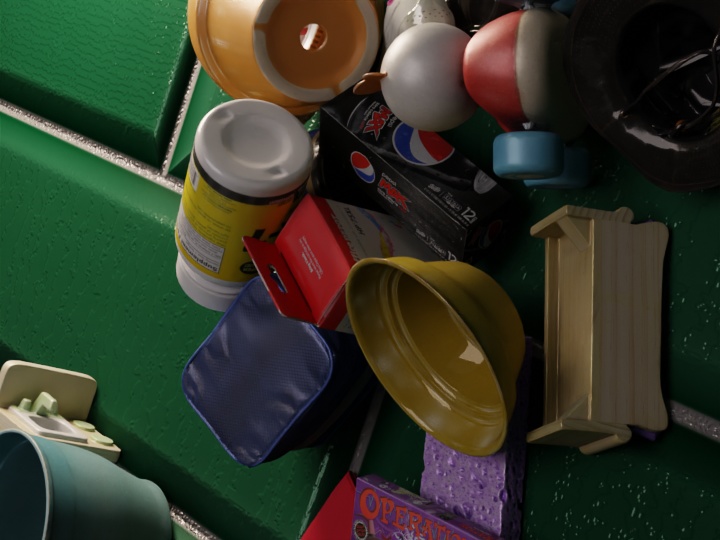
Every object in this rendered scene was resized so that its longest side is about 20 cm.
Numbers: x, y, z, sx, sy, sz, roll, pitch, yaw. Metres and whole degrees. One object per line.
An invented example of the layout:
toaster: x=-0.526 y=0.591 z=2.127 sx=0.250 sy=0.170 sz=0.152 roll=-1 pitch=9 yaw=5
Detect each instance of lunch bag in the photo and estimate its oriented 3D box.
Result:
lunch bag: x=-0.061 y=0.084 z=1.724 sx=0.136 sy=0.132 sz=0.200 roll=51 pitch=120 yaw=18

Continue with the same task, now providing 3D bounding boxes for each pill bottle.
pill bottle: x=-0.063 y=-0.080 z=1.794 sx=0.199 sy=0.111 sz=0.113 roll=-13 pitch=69 yaw=47
pill bottle: x=-0.117 y=-0.058 z=1.684 sx=0.201 sy=0.113 sz=0.115 roll=110 pitch=149 yaw=-49

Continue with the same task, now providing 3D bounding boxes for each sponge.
sponge: x=0.103 y=0.161 z=1.588 sx=0.111 sy=0.030 sz=0.202 roll=-8 pitch=74 yaw=49

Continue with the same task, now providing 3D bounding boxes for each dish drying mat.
dish drying mat: x=-0.047 y=0.298 z=1.733 sx=0.201 sy=0.018 sz=0.077 roll=-58 pitch=42 yaw=21

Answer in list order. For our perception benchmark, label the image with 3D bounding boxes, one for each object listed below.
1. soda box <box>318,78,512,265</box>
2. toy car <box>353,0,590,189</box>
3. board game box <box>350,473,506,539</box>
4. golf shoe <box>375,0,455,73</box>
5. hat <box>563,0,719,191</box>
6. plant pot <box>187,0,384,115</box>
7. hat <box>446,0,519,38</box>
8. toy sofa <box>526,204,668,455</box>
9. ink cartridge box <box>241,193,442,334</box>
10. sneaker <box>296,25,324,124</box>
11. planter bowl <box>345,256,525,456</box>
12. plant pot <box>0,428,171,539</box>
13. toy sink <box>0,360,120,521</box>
soda box: x=0.049 y=-0.091 z=1.635 sx=0.200 sy=0.063 sz=0.071 roll=41 pitch=151 yaw=24
toy car: x=0.094 y=-0.168 z=1.542 sx=0.198 sy=0.177 sz=0.186 roll=0 pitch=87 yaw=22
board game box: x=0.064 y=0.272 z=1.566 sx=0.199 sy=0.032 sz=0.121 roll=20 pitch=106 yaw=45
golf shoe: x=0.053 y=-0.222 z=1.682 sx=0.200 sy=0.075 sz=0.092 roll=136 pitch=124 yaw=-74
hat: x=0.270 y=-0.170 z=1.425 sx=0.199 sy=0.081 sz=0.202 roll=18 pitch=121 yaw=33
plant pot: x=-0.061 y=-0.244 z=1.731 sx=0.183 sy=0.199 sz=0.202 roll=-131 pitch=62 yaw=-70
hat: x=0.132 y=-0.270 z=1.645 sx=0.200 sy=0.081 sz=0.202 roll=-20 pitch=63 yaw=46
toy sofa: x=0.200 y=0.051 z=1.482 sx=0.083 sy=0.097 sz=0.202 roll=143 pitch=132 yaw=-68
ink cartridge box: x=0.000 y=0.000 z=1.624 sx=0.067 sy=0.199 sz=0.117 roll=-55 pitch=44 yaw=26
sneaker: x=-0.075 y=-0.246 z=1.890 sx=0.112 sy=0.071 sz=0.201 roll=36 pitch=99 yaw=44
planter bowl: x=0.082 y=0.055 z=1.517 sx=0.200 sy=0.083 sz=0.201 roll=39 pitch=149 yaw=28
plant pot: x=-0.318 y=0.288 z=1.924 sx=0.199 sy=0.187 sz=0.202 roll=-19 pitch=64 yaw=45
toy sink: x=-0.369 y=0.225 z=2.051 sx=0.112 sy=0.130 sz=0.202 roll=26 pitch=97 yaw=50
